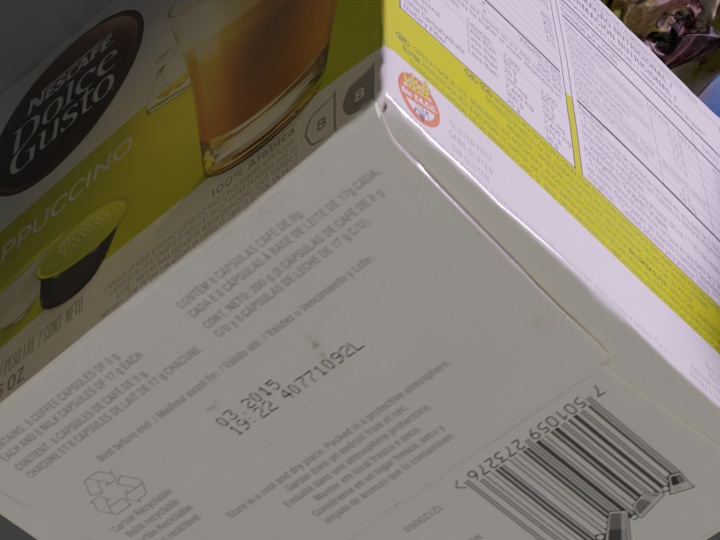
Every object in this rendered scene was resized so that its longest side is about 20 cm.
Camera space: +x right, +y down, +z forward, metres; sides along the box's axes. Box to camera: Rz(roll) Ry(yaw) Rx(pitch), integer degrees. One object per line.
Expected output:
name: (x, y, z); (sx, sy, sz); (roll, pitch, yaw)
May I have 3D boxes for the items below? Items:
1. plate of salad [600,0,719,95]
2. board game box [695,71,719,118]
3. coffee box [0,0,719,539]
plate of salad: (0.082, -0.115, 0.840); (0.200, 0.048, 0.200); (-7, 117, -14)
board game box: (0.190, -0.031, 0.923); (0.200, 0.039, 0.158); (31, 104, -36)
coffee box: (0.000, 0.000, 0.762); (0.200, 0.198, 0.200); (-36, 122, 25)
